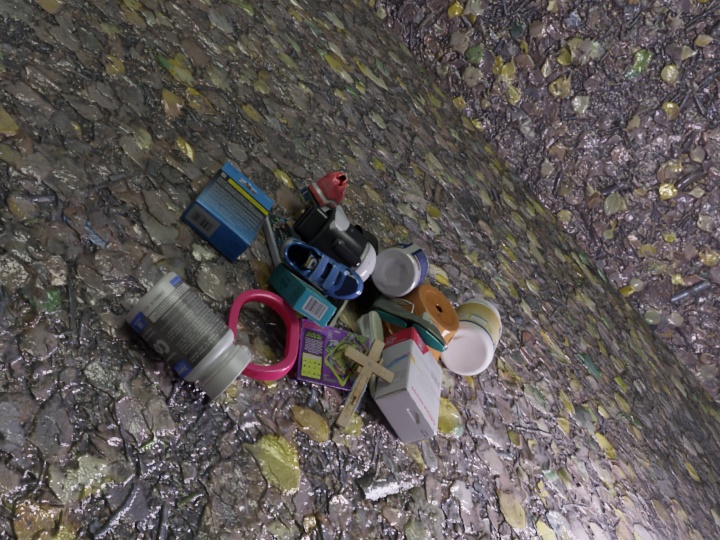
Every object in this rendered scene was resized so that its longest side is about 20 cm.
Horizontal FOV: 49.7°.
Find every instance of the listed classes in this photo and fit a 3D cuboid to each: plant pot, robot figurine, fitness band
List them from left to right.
[{"bbox_3d":[-0.185,0.118,1.466,0.141,0.038,0.202,17,41,-15],"label":"fitness band"},{"bbox_3d":[-0.057,-0.051,1.709,0.200,0.124,0.151,43,32,-18],"label":"robot figurine"},{"bbox_3d":[0.143,0.129,1.863,0.199,0.140,0.202,36,30,-24],"label":"plant pot"}]

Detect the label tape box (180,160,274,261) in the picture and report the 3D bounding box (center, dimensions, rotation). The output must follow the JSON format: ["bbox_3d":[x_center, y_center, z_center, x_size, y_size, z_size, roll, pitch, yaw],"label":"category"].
[{"bbox_3d":[-0.278,-0.128,1.653,0.144,0.063,0.201,41,29,-13],"label":"label tape box"}]

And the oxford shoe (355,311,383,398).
[{"bbox_3d":[0.021,0.188,1.710,0.075,0.057,0.203,50,31,-57],"label":"oxford shoe"}]

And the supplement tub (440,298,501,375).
[{"bbox_3d":[0.289,0.167,2.020,0.145,0.144,0.200,47,28,-2],"label":"supplement tub"}]

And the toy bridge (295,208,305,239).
[{"bbox_3d":[-0.113,-0.055,1.792,0.067,0.027,0.202,31,33,-33],"label":"toy bridge"}]

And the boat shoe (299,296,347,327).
[{"bbox_3d":[-0.078,0.080,1.676,0.068,0.072,0.200,47,30,-9],"label":"boat shoe"}]

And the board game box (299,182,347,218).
[{"bbox_3d":[-0.060,-0.104,1.927,0.202,0.026,0.199,62,15,23],"label":"board game box"}]

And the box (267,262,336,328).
[{"bbox_3d":[-0.121,0.048,1.578,0.082,0.049,0.200,36,0,-26],"label":"box"}]

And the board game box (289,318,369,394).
[{"bbox_3d":[-0.059,0.177,1.578,0.198,0.032,0.122,21,71,-43],"label":"board game box"}]

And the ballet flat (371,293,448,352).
[{"bbox_3d":[0.120,0.110,1.751,0.198,0.068,0.064,28,64,15],"label":"ballet flat"}]

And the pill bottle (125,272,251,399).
[{"bbox_3d":[-0.284,0.111,1.299,0.200,0.114,0.114,46,28,-5],"label":"pill bottle"}]

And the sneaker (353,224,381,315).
[{"bbox_3d":[0.000,0.000,1.820,0.106,0.074,0.204,35,49,-61],"label":"sneaker"}]

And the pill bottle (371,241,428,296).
[{"bbox_3d":[0.100,-0.008,1.828,0.111,0.111,0.200,51,17,4],"label":"pill bottle"}]

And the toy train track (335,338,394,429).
[{"bbox_3d":[-0.003,0.230,1.576,0.114,0.033,0.202,32,60,-7],"label":"toy train track"}]

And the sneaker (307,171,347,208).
[{"bbox_3d":[-0.060,-0.203,1.916,0.074,0.086,0.200,56,14,1],"label":"sneaker"}]

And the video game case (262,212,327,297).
[{"bbox_3d":[-0.138,-0.034,1.785,0.180,0.023,0.202,19,41,-45],"label":"video game case"}]

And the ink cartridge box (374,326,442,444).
[{"bbox_3d":[0.106,0.246,1.677,0.149,0.085,0.201,57,27,-26],"label":"ink cartridge box"}]

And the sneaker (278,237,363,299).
[{"bbox_3d":[-0.085,-0.001,1.605,0.198,0.075,0.082,28,-5,-1],"label":"sneaker"}]
